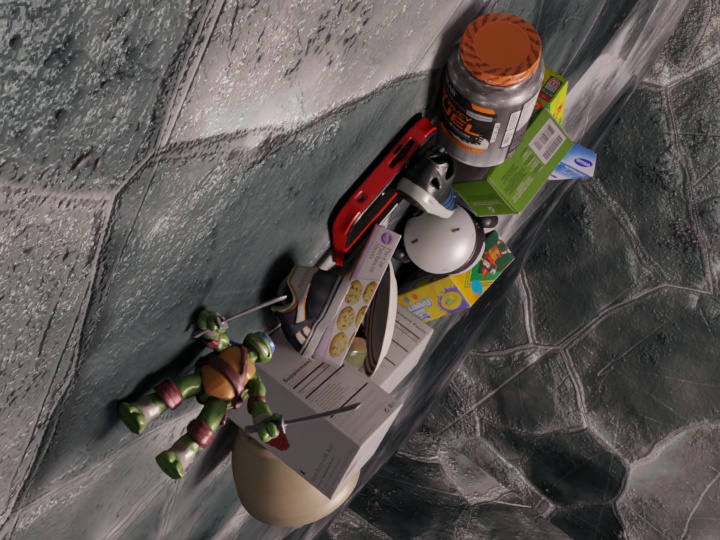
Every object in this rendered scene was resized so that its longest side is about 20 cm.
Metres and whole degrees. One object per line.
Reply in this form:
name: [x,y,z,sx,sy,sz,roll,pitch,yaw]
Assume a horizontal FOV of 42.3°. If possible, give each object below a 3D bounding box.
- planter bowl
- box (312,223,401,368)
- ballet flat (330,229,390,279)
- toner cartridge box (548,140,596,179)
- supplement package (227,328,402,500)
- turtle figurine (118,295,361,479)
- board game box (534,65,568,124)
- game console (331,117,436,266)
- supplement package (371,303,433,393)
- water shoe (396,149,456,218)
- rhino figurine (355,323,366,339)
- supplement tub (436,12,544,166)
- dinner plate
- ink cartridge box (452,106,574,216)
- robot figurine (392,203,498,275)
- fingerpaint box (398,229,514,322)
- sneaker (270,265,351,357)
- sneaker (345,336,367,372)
planter bowl: [-0.110,0.265,1.413,0.200,0.200,0.135,-45,137,-32]
box: [-0.005,0.035,1.254,0.200,0.041,0.039,-64,-178,-14]
ballet flat: [0.000,0.000,1.373,0.200,0.046,0.067,-39,161,-46]
toner cartridge box: [0.288,-0.200,1.528,0.200,0.095,0.043,17,81,-37]
supplement package: [-0.069,0.190,1.282,0.120,0.200,0.121,-37,158,-50]
turtle figurine: [-0.146,0.123,0.999,0.194,0.200,0.144,-41,128,-30]
board game box: [0.272,-0.275,1.489,0.048,0.102,0.200,-54,166,-3]
game console: [0.030,-0.105,1.268,0.200,0.031,0.177,-49,172,-15]
supplement package: [0.022,0.163,1.697,0.200,0.117,0.117,-42,161,-38]
water shoe: [0.108,-0.120,1.277,0.079,0.071,0.200,-55,172,11]
rhino figurine: [-0.043,0.091,1.413,0.087,0.060,0.200,-33,164,-6]
supplement tub: [0.166,-0.231,1.199,0.123,0.122,0.200,-49,165,-19]
dinner plate: [0.032,0.071,1.468,0.200,0.024,0.200,-172,-90,-82]
ink cartridge box: [0.196,-0.156,1.385,0.148,0.076,0.200,-50,-161,-17]
robot figurine: [0.142,-0.055,1.556,0.150,0.125,0.200,-60,166,7]
fingerpaint box: [0.162,0.019,1.741,0.167,0.073,0.200,-43,-169,-38]
sneaker: [-0.071,0.046,1.192,0.200,0.079,0.079,119,-4,-61]
sneaker: [-0.019,0.169,1.415,0.067,0.090,0.200,-9,161,-11]
